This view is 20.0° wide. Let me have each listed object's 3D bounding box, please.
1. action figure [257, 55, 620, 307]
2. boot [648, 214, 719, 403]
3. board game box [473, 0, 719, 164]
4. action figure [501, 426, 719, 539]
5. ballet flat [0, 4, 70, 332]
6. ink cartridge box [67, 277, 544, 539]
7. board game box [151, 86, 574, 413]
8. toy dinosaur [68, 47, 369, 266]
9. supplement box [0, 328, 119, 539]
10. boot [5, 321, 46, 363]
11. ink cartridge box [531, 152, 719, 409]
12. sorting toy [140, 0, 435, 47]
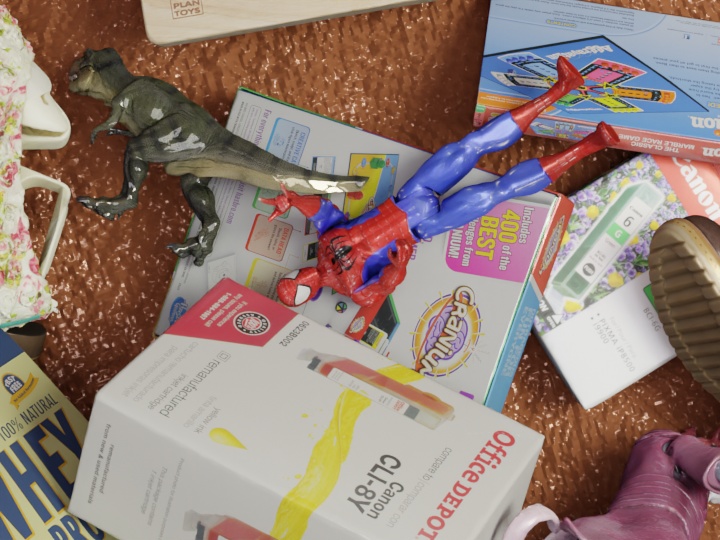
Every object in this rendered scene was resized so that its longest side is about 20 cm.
[{"bbox_3d":[0.030,-0.039,1.066,0.200,0.099,0.065,-34,75,14],"label":"action figure"},{"bbox_3d":[0.257,0.014,1.123,0.166,0.072,0.200,-42,110,-22],"label":"boot"},{"bbox_3d":[0.167,-0.106,1.145,0.200,0.019,0.103,9,47,1],"label":"board game box"},{"bbox_3d":[0.152,0.145,1.114,0.149,0.200,0.134,28,132,2],"label":"action figure"},{"bbox_3d":[-0.195,-0.058,1.150,0.064,0.076,0.200,3,75,-11],"label":"ballet flat"},{"bbox_3d":[-0.025,0.104,1.051,0.200,0.145,0.083,26,123,13],"label":"ink cartridge box"},{"bbox_3d":[0.000,0.000,1.141,0.200,0.040,0.153,20,91,18],"label":"board game box"},{"bbox_3d":[-0.101,-0.057,1.136,0.200,0.047,0.088,27,87,20],"label":"toy dinosaur"},{"bbox_3d":[-0.217,0.178,1.091,0.200,0.134,0.200,47,118,1],"label":"supplement box"},{"bbox_3d":[-0.286,0.046,1.165,0.200,0.074,0.076,15,101,-1],"label":"boot"},{"bbox_3d":[0.182,-0.019,1.160,0.200,0.050,0.109,-32,89,2],"label":"ink cartridge box"},{"bbox_3d":[-0.034,-0.238,1.154,0.200,0.070,0.199,-10,90,1],"label":"sorting toy"}]
